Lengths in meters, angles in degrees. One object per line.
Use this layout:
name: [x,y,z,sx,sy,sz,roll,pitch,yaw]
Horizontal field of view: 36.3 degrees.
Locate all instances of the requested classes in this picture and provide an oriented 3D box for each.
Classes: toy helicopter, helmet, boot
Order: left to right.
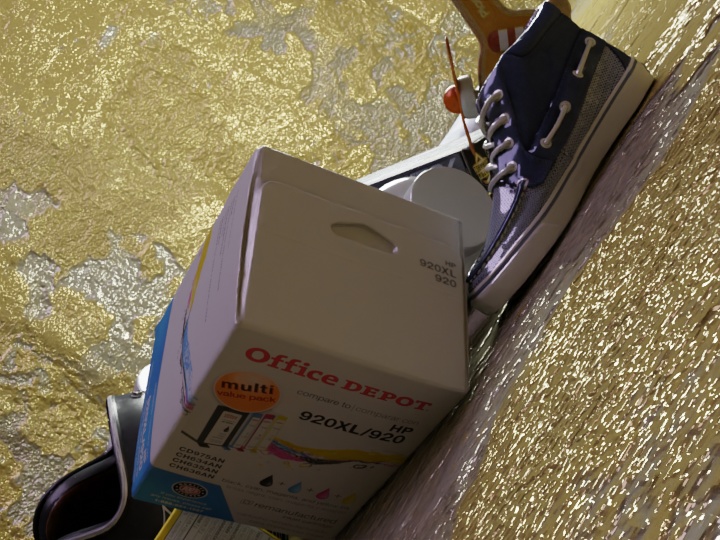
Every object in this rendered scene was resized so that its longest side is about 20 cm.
helmet: [-0.148,0.194,0.827,0.191,0.200,0.200,-44,1,-4]
toy helicopter: [0.102,-0.181,0.866,0.132,0.200,0.079,-37,6,14]
boot: [0.101,-0.073,0.702,0.200,0.090,0.073,-56,2,-18]

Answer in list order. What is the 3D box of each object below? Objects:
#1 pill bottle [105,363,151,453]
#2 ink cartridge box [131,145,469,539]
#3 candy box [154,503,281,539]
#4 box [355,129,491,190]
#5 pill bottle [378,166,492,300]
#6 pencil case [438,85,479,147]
pill bottle: [-0.174,0.187,0.981,0.114,0.114,0.201,-59,-13,-66]
ink cartridge box: [-0.041,0.054,0.703,0.200,0.147,0.145,125,155,-42]
candy box: [-0.108,0.229,0.665,0.026,0.102,0.200,-53,3,40]
box: [0.044,-0.077,1.025,0.199,0.050,0.198,-20,8,26]
pill bottle: [0.035,-0.001,0.883,0.111,0.111,0.200,-57,2,-34]
pencil case: [0.126,-0.130,1.242,0.200,0.083,0.091,-55,24,3]
